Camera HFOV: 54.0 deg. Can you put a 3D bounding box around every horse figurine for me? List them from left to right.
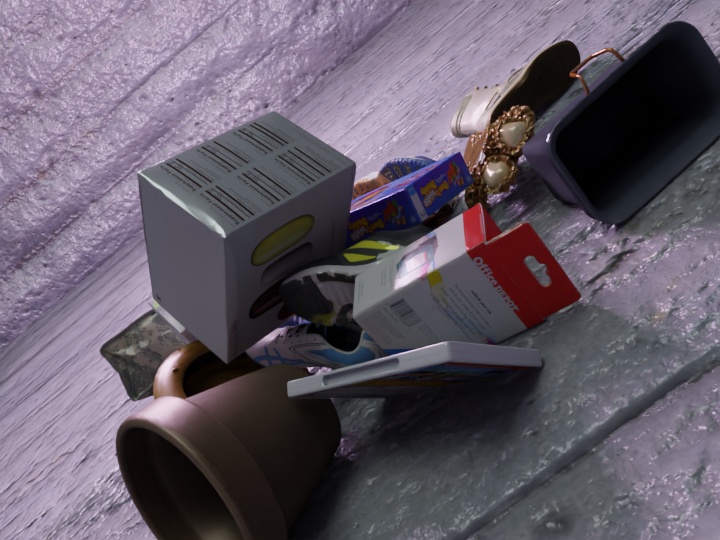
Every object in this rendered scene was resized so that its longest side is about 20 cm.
[{"bbox_3d":[0.065,-0.060,1.020,0.198,0.050,0.133,-26,20,28],"label":"horse figurine"}]

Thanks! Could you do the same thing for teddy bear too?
[{"bbox_3d":[0.184,-0.147,0.924,0.200,0.066,0.147,135,150,-80],"label":"teddy bear"}]

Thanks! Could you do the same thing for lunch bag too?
[{"bbox_3d":[-0.290,0.106,1.143,0.199,0.118,0.164,-37,-6,0],"label":"lunch bag"}]

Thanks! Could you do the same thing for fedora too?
[{"bbox_3d":[-0.155,0.161,0.871,0.202,0.197,0.083,-79,2,-58],"label":"fedora"}]

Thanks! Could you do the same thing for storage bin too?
[{"bbox_3d":[0.270,-0.161,0.771,0.200,0.146,0.134,-42,11,-3],"label":"storage bin"}]

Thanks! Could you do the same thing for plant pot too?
[{"bbox_3d":[-0.110,0.186,0.698,0.199,0.203,0.174,-16,13,46],"label":"plant pot"}]

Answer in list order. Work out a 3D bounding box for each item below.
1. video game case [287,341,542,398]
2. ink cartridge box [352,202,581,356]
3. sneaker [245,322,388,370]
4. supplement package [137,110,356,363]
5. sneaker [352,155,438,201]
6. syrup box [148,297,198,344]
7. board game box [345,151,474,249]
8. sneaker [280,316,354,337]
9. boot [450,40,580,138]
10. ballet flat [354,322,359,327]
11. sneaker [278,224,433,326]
[{"bbox_3d":[0.047,0.097,0.656,0.198,0.142,0.018,-20,69,41],"label":"video game case"},{"bbox_3d":[0.103,0.018,0.707,0.198,0.116,0.068,-30,31,25],"label":"ink cartridge box"},{"bbox_3d":[-0.056,0.083,0.842,0.197,0.074,0.072,1,26,29],"label":"sneaker"},{"bbox_3d":[-0.129,-0.043,0.829,0.146,0.193,0.199,34,48,26],"label":"supplement package"},{"bbox_3d":[0.067,-0.135,1.029,0.088,0.076,0.199,-31,14,-32],"label":"sneaker"},{"bbox_3d":[-0.206,0.083,0.989,0.081,0.201,0.079,34,72,30],"label":"syrup box"},{"bbox_3d":[0.032,-0.080,0.918,0.199,0.045,0.134,-19,13,46],"label":"board game box"},{"bbox_3d":[-0.058,0.065,0.948,0.199,0.076,0.077,-16,27,49],"label":"sneaker"},{"bbox_3d":[0.242,-0.284,1.127,0.200,0.072,0.154,-45,19,-9],"label":"boot"},{"bbox_3d":[0.073,0.004,0.850,0.198,0.071,0.071,-32,23,11],"label":"ballet flat"},{"bbox_3d":[0.006,0.003,0.798,0.197,0.075,0.085,-11,32,4],"label":"sneaker"}]
